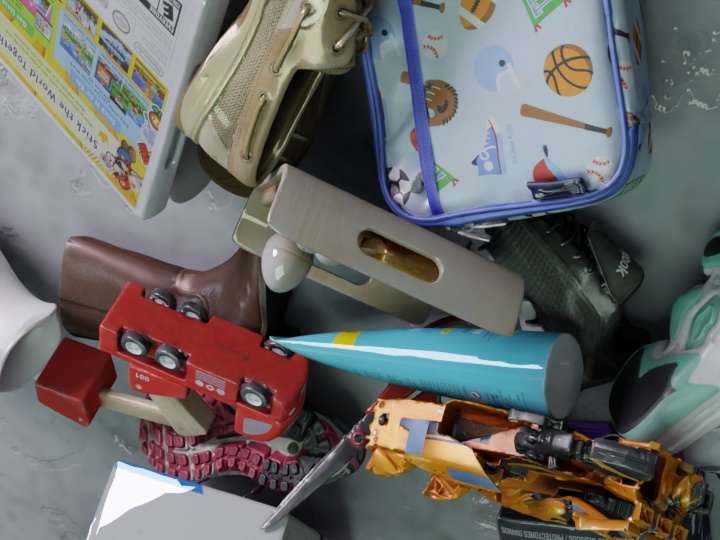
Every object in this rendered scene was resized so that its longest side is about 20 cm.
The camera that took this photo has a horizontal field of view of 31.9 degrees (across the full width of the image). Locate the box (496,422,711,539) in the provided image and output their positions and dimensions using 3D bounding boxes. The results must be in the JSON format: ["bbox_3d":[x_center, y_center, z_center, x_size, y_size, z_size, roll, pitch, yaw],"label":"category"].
[{"bbox_3d":[0.176,0.217,0.871,0.121,0.106,0.202,1,123,26],"label":"box"}]

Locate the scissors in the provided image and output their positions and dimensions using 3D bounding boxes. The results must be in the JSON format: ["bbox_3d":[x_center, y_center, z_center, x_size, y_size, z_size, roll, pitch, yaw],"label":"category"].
[{"bbox_3d":[0.005,0.101,0.859,0.198,0.014,0.074,-28,84,3],"label":"scissors"}]

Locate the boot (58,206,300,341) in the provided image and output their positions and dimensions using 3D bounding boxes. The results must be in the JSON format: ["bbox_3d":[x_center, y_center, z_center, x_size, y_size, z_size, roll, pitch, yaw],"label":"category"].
[{"bbox_3d":[-0.140,-0.004,0.905,0.197,0.064,0.189,17,127,18],"label":"boot"}]

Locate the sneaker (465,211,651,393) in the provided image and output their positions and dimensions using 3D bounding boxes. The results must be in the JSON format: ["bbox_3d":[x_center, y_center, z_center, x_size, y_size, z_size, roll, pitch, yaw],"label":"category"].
[{"bbox_3d":[0.125,-0.007,0.774,0.089,0.067,0.202,-14,119,29],"label":"sneaker"}]

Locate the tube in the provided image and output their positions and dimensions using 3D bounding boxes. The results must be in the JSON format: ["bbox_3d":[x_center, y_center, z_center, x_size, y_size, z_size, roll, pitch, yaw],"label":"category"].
[{"bbox_3d":[0.041,0.057,0.798,0.198,0.051,0.077,4,168,35],"label":"tube"}]

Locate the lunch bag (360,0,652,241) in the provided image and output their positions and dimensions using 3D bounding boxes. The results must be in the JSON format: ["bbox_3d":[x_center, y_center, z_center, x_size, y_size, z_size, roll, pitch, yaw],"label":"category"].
[{"bbox_3d":[0.070,-0.119,0.676,0.158,0.075,0.203,-5,95,25],"label":"lunch bag"}]

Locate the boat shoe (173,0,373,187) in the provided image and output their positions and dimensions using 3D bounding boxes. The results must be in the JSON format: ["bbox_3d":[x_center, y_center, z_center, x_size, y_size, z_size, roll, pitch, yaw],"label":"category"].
[{"bbox_3d":[-0.022,-0.131,0.655,0.064,0.071,0.201,43,122,8],"label":"boat shoe"}]

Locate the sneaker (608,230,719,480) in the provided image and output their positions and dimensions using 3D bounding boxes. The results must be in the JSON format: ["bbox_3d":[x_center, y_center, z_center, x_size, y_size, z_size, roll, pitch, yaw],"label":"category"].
[{"bbox_3d":[0.255,0.045,0.747,0.139,0.078,0.201,26,117,-20],"label":"sneaker"}]

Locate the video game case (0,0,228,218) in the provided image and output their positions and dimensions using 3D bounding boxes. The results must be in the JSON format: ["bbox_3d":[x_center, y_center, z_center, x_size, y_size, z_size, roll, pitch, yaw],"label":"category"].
[{"bbox_3d":[-0.167,-0.159,0.754,0.200,0.023,0.183,46,140,16],"label":"video game case"}]

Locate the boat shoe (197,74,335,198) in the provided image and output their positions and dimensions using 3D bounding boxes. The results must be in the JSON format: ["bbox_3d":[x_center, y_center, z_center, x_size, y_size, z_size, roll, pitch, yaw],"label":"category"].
[{"bbox_3d":[-0.045,-0.127,0.772,0.071,0.065,0.201,27,133,0],"label":"boat shoe"}]

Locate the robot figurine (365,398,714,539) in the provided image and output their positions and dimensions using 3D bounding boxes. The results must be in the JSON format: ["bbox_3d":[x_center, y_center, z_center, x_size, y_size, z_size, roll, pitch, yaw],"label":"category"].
[{"bbox_3d":[0.108,0.121,0.748,0.198,0.059,0.145,7,164,38],"label":"robot figurine"}]

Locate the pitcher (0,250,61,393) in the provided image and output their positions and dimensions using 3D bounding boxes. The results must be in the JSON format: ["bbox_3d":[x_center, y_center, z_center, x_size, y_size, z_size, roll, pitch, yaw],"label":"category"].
[{"bbox_3d":[-0.320,0.018,0.977,0.199,0.122,0.172,35,165,8],"label":"pitcher"}]

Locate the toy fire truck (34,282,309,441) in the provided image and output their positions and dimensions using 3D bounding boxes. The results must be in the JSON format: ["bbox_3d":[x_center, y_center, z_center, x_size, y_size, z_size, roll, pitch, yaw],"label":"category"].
[{"bbox_3d":[-0.136,0.080,0.903,0.198,0.049,0.142,22,141,6],"label":"toy fire truck"}]

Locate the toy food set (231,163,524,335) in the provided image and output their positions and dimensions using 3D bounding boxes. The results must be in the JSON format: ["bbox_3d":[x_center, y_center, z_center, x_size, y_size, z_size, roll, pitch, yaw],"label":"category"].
[{"bbox_3d":[0.000,0.000,0.732,0.142,0.200,0.061,24,86,-10],"label":"toy food set"}]

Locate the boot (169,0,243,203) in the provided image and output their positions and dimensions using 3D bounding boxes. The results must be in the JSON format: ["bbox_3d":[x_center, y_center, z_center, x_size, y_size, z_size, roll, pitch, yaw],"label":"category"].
[{"bbox_3d":[-0.129,-0.146,0.806,0.095,0.073,0.202,32,132,23],"label":"boot"}]

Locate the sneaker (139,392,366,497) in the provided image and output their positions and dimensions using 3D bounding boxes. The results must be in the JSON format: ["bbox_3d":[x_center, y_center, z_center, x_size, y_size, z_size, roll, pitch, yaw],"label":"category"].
[{"bbox_3d":[-0.089,0.129,0.965,0.198,0.074,0.082,11,89,32],"label":"sneaker"}]

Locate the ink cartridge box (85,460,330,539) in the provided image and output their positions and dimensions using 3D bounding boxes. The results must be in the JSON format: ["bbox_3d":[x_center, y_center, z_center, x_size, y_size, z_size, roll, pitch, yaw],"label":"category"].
[{"bbox_3d":[-0.101,0.222,0.961,0.144,0.085,0.200,13,164,18],"label":"ink cartridge box"}]
